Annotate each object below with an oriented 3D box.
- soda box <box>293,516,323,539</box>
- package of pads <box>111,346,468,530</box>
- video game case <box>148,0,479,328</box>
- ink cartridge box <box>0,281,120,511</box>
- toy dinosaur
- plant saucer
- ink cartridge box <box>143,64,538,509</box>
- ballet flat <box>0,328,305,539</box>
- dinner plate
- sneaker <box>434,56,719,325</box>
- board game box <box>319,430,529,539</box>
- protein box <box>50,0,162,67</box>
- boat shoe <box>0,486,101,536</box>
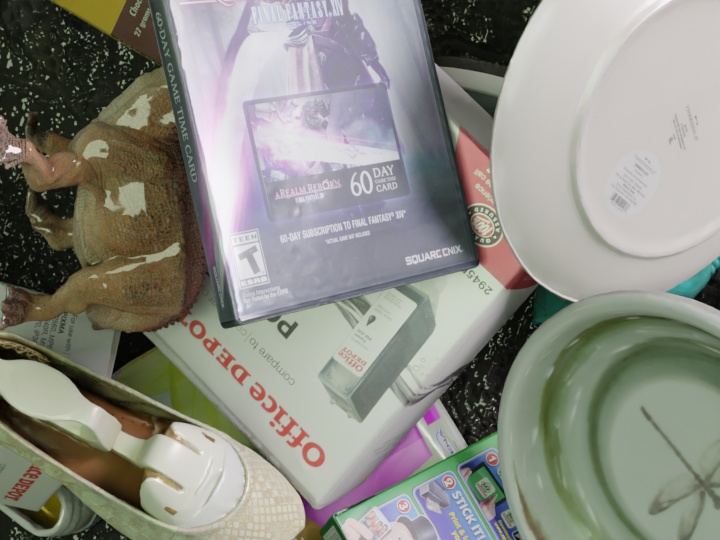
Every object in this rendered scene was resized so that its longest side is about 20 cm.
[{"bbox_3d":[-0.028,0.190,0.823,0.199,0.068,0.064,35,114,-21],"label":"soda box"},{"bbox_3d":[-0.056,0.094,0.881,0.199,0.068,0.156,-32,83,15],"label":"package of pads"},{"bbox_3d":[-0.023,-0.087,0.668,0.019,0.142,0.203,-12,90,52],"label":"video game case"},{"bbox_3d":[-0.246,0.058,0.813,0.198,0.144,0.085,15,63,-19],"label":"ink cartridge box"},{"bbox_3d":[-0.098,-0.026,0.706,0.134,0.086,0.202,7,127,-2],"label":"toy dinosaur"},{"bbox_3d":[0.158,0.101,0.725,0.199,0.050,0.203,18,119,37],"label":"plant saucer"},{"bbox_3d":[0.000,0.000,0.777,0.146,0.085,0.201,43,108,11],"label":"ink cartridge box"},{"bbox_3d":[-0.117,0.088,0.724,0.198,0.062,0.068,25,70,-3],"label":"ballet flat"},{"bbox_3d":[0.147,-0.072,0.693,0.202,0.199,0.024,-61,38,10],"label":"dinner plate"},{"bbox_3d":[0.109,-0.032,0.824,0.198,0.084,0.122,24,89,13],"label":"sneaker"},{"bbox_3d":[0.084,0.192,0.775,0.201,0.133,0.029,60,149,16],"label":"board game box"},{"bbox_3d":[-0.105,-0.201,0.816,0.197,0.200,0.136,31,100,13],"label":"protein box"},{"bbox_3d":[-0.249,0.095,0.929,0.202,0.086,0.075,44,103,10],"label":"boat shoe"}]
